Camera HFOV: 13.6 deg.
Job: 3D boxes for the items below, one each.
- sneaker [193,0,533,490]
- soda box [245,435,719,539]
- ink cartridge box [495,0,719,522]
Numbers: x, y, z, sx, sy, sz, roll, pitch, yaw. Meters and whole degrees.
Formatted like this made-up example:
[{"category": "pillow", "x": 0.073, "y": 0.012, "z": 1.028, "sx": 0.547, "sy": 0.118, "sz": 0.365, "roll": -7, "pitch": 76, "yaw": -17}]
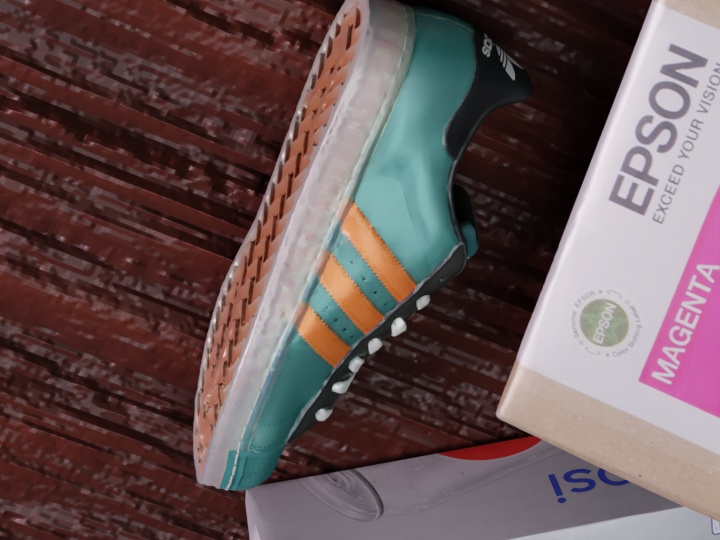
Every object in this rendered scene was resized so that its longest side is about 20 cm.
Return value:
[{"category": "sneaker", "x": 0.000, "y": 0.000, "z": 1.105, "sx": 0.080, "sy": 0.071, "sz": 0.201, "roll": 17, "pitch": 112, "yaw": -16}, {"category": "soda box", "x": 0.058, "y": 0.110, "z": 1.179, "sx": 0.199, "sy": 0.068, "sz": 0.064, "roll": -10, "pitch": 121, "yaw": -7}, {"category": "ink cartridge box", "x": 0.160, "y": -0.008, "z": 1.096, "sx": 0.164, "sy": 0.075, "sz": 0.201, "roll": 23, "pitch": 114, "yaw": 9}]
